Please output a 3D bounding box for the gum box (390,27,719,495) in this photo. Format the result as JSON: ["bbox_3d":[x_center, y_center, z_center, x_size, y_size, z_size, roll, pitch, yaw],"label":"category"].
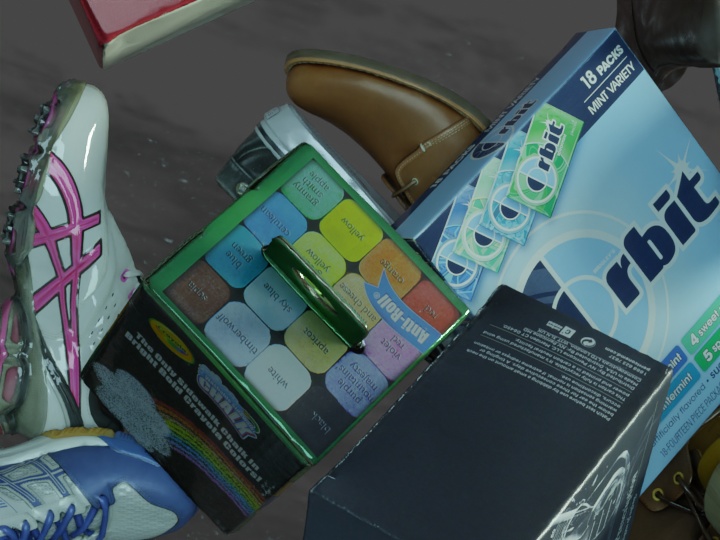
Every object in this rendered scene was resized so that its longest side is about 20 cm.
[{"bbox_3d":[0.132,-0.001,1.166,0.170,0.044,0.200,-45,109,-18],"label":"gum box"}]

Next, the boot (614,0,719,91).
[{"bbox_3d":[0.182,-0.191,1.148,0.064,0.200,0.188,2,87,-5],"label":"boot"}]

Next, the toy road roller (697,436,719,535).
[{"bbox_3d":[0.220,0.194,1.132,0.146,0.123,0.200,-35,130,-4],"label":"toy road roller"}]

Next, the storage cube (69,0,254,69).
[{"bbox_3d":[-0.101,-0.226,1.133,0.170,0.200,0.181,-25,95,-6],"label":"storage cube"}]

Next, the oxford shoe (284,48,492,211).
[{"bbox_3d":[0.039,-0.057,1.190,0.199,0.071,0.072,30,74,-3],"label":"oxford shoe"}]

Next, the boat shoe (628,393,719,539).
[{"bbox_3d":[0.186,0.121,1.197,0.072,0.068,0.200,41,85,-1],"label":"boat shoe"}]

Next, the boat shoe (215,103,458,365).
[{"bbox_3d":[0.000,0.000,1.197,0.071,0.072,0.200,-42,85,9],"label":"boat shoe"}]

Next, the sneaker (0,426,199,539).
[{"bbox_3d":[-0.185,0.136,1.143,0.199,0.088,0.076,1,130,-4],"label":"sneaker"}]

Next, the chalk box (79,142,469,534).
[{"bbox_3d":[-0.040,0.030,1.082,0.125,0.200,0.124,47,62,1],"label":"chalk box"}]

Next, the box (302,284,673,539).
[{"bbox_3d":[0.056,0.147,1.073,0.104,0.201,0.182,27,46,21],"label":"box"}]

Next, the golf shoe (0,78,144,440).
[{"bbox_3d":[-0.156,-0.003,1.179,0.092,0.073,0.201,9,96,-10],"label":"golf shoe"}]

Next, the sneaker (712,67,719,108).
[{"bbox_3d":[0.246,-0.067,1.166,0.080,0.077,0.201,-16,54,8],"label":"sneaker"}]
